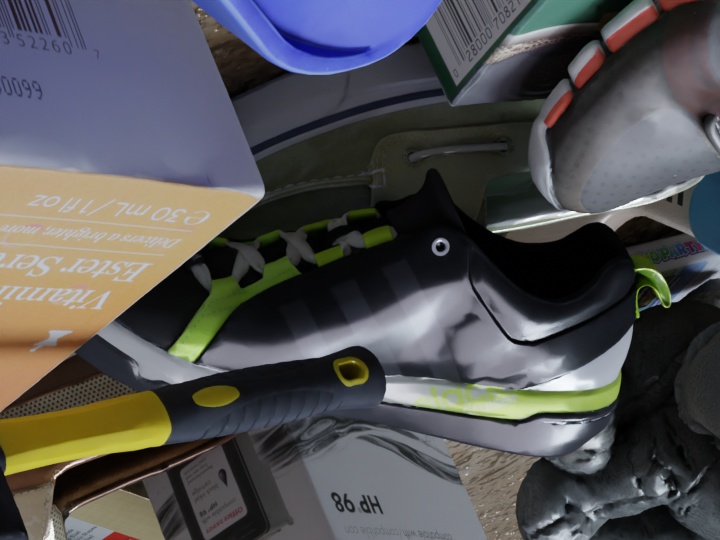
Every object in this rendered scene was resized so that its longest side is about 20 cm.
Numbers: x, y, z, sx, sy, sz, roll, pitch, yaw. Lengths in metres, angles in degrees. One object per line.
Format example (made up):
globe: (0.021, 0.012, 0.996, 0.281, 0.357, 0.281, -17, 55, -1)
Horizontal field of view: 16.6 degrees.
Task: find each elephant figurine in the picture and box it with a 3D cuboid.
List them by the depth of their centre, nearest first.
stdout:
elephant figurine: (0.173, 0.082, 0.975, 0.200, 0.155, 0.141, 2, 180, 43)

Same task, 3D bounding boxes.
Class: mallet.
mallet: (-0.056, 0.049, 0.652, 0.200, 0.066, 0.041, 1, 147, -47)

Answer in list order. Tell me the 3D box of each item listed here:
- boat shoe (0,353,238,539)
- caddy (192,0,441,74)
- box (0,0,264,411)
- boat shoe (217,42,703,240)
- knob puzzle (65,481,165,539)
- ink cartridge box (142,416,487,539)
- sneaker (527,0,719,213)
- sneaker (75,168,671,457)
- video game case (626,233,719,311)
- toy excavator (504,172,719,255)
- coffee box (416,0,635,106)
boat shoe: (-0.125, 0.071, 0.822, 0.200, 0.072, 0.076, -31, 166, -8)
caddy: (-0.019, -0.132, 0.509, 0.141, 0.105, 0.200, -47, 158, -3)
box: (-0.154, -0.017, 0.637, 0.152, 0.106, 0.200, 3, 147, -49)
boat shoe: (0.025, -0.037, 0.828, 0.200, 0.062, 0.072, -16, 158, -14)
knob puzzle: (-0.165, 0.100, 0.954, 0.219, 0.030, 0.220, -1, 146, -1)
ink cartridge box: (-0.014, 0.088, 0.898, 0.067, 0.200, 0.116, -34, 157, 24)
sneaker: (0.142, -0.060, 0.742, 0.200, 0.082, 0.077, -32, 159, 22)
sneaker: (0.000, 0.000, 0.786, 0.200, 0.072, 0.083, 9, 115, -18)
video game case: (0.108, 0.026, 1.117, 0.200, 0.018, 0.143, -13, 157, -30)
toy excavator: (0.143, -0.035, 0.923, 0.100, 0.200, 0.195, 8, 102, -52)
coffee box: (0.112, -0.121, 0.740, 0.123, 0.044, 0.200, -7, 154, -35)
